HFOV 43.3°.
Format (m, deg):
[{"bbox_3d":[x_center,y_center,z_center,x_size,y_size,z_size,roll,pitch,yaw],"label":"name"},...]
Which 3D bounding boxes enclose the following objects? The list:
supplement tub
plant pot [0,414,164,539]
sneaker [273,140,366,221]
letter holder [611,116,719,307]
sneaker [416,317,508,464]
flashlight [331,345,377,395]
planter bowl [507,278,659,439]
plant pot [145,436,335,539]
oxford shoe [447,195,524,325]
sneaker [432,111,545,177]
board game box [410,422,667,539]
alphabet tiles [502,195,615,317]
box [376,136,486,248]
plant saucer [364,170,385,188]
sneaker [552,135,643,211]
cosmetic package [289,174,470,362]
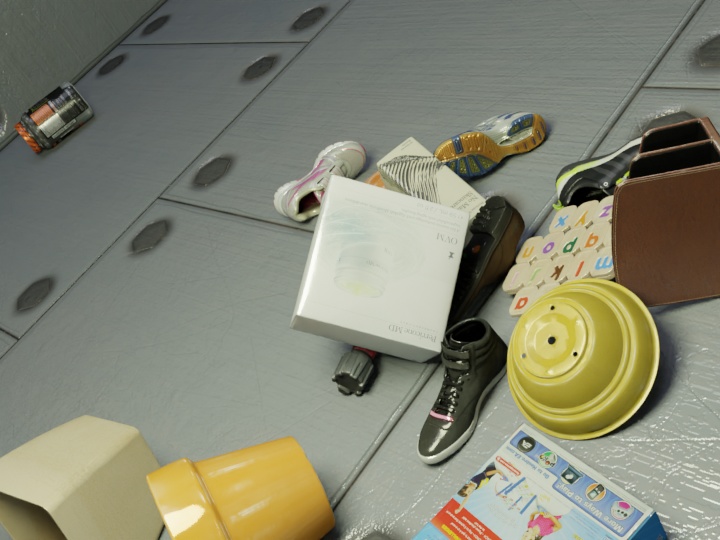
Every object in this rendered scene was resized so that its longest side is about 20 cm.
[{"bbox_3d":[-0.871,-0.431,2.574,0.200,0.123,0.122,-40,36,-10],"label":"supplement tub"},{"bbox_3d":[-0.384,0.318,1.278,0.199,0.201,0.177,3,38,39],"label":"plant pot"},{"bbox_3d":[-0.064,-0.155,1.676,0.200,0.081,0.088,-41,37,3],"label":"sneaker"},{"bbox_3d":[0.366,-0.063,1.103,0.141,0.201,0.101,-11,39,7],"label":"letter holder"},{"bbox_3d":[0.118,0.145,1.162,0.070,0.099,0.200,14,57,43],"label":"sneaker"},{"bbox_3d":[0.024,0.085,1.330,0.068,0.068,0.201,-1,46,37],"label":"flashlight"},{"bbox_3d":[0.243,0.092,1.077,0.199,0.083,0.202,-18,60,34],"label":"planter bowl"},{"bbox_3d":[-0.139,0.301,1.116,0.182,0.201,0.200,-26,33,-16],"label":"plant pot"},{"bbox_3d":[0.178,0.000,1.309,0.201,0.084,0.073,-58,34,1],"label":"oxford shoe"},{"bbox_3d":[0.210,-0.214,1.532,0.199,0.076,0.088,-18,23,-8],"label":"sneaker"},{"bbox_3d":[0.185,0.291,0.976,0.196,0.056,0.200,-43,37,-12],"label":"board game box"},{"bbox_3d":[0.280,-0.018,1.227,0.199,0.015,0.196,-13,40,53],"label":"alphabet tiles"},{"bbox_3d":[0.119,-0.120,1.441,0.082,0.069,0.200,-39,56,-10],"label":"box"},{"bbox_3d":[0.074,-0.121,1.559,0.199,0.038,0.201,-20,38,17],"label":"plant saucer"},{"bbox_3d":[0.376,-0.128,1.314,0.199,0.072,0.083,-21,41,28],"label":"sneaker"},{"bbox_3d":[0.025,0.002,1.245,0.123,0.198,0.201,128,156,-77],"label":"cosmetic package"}]
